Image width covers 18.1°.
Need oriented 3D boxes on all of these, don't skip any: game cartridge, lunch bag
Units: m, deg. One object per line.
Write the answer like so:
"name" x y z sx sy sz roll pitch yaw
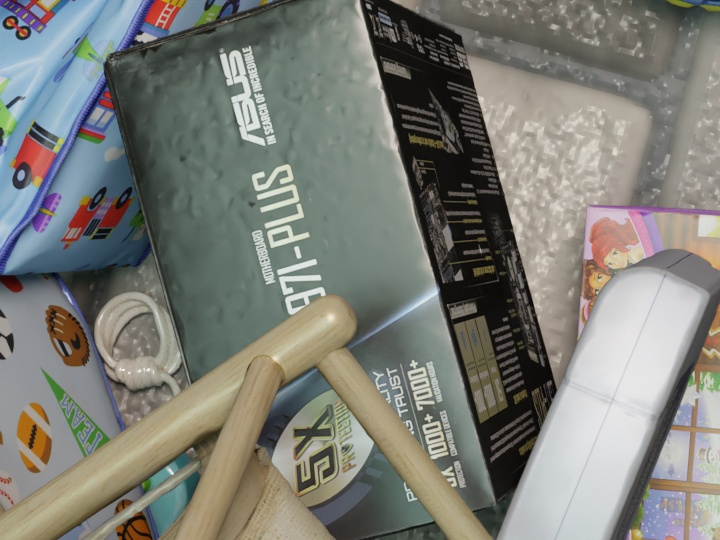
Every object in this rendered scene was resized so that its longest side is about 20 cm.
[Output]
"game cartridge" 0.067 0.090 0.748 0.041 0.133 0.201 22 97 7
"lunch bag" -0.132 0.088 0.766 0.075 0.160 0.201 -25 81 19
"lunch bag" -0.072 -0.100 0.806 0.094 0.150 0.200 44 100 9

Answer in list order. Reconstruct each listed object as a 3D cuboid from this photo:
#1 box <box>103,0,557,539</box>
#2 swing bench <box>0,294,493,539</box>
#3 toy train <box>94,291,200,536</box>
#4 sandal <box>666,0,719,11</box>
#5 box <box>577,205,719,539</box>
"box" 0.000 0.000 0.767 0.086 0.200 0.165 -16 89 12
"swing bench" -0.040 0.150 0.638 0.199 0.130 0.199 -27 110 27
"toy train" -0.151 0.094 0.880 0.199 0.056 0.151 -23 87 13
"sandal" 0.161 -0.117 0.785 0.199 0.087 0.080 17 97 14
"box" 0.144 0.080 0.817 0.136 0.039 0.202 4 93 14
